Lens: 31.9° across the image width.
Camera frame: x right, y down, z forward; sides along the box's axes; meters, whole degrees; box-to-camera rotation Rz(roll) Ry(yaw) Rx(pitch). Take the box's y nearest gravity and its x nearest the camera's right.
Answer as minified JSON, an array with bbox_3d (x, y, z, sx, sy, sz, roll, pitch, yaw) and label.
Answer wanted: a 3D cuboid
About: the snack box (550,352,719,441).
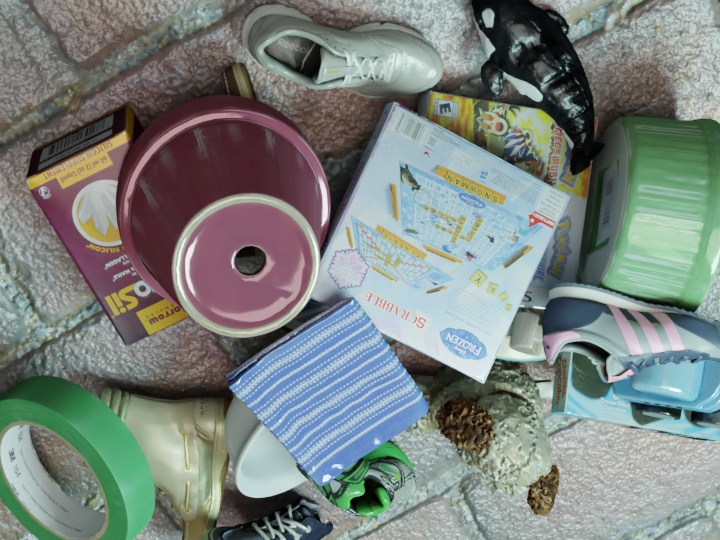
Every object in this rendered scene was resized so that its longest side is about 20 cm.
[{"bbox_3d":[0.306,0.113,1.372,0.197,0.037,0.118,11,79,-18],"label":"snack box"}]

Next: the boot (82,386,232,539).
[{"bbox_3d":[-0.224,0.222,1.367,0.153,0.073,0.203,8,115,-10],"label":"boot"}]

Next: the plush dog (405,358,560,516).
[{"bbox_3d":[0.150,0.165,1.337,0.199,0.172,0.161,35,106,-20],"label":"plush dog"}]

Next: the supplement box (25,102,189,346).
[{"bbox_3d":[-0.229,-0.043,1.236,0.109,0.086,0.202,-25,116,4],"label":"supplement box"}]

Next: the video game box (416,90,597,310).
[{"bbox_3d":[0.136,-0.066,1.262,0.179,0.047,0.203,6,93,-15],"label":"video game box"}]

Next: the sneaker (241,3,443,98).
[{"bbox_3d":[-0.014,-0.195,1.192,0.197,0.092,0.077,7,115,-11],"label":"sneaker"}]

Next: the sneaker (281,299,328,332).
[{"bbox_3d":[0.000,0.000,1.293,0.197,0.076,0.078,-20,120,0],"label":"sneaker"}]

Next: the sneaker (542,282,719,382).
[{"bbox_3d":[0.268,0.075,1.201,0.197,0.070,0.083,13,72,10],"label":"sneaker"}]

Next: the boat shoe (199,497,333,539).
[{"bbox_3d":[-0.099,0.287,1.373,0.093,0.200,0.075,-44,71,6],"label":"boat shoe"}]

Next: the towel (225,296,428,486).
[{"bbox_3d":[-0.025,0.121,1.205,0.144,0.024,0.201,-33,136,2],"label":"towel"}]

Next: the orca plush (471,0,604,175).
[{"bbox_3d":[0.177,-0.187,1.205,0.104,0.071,0.202,-22,96,-12],"label":"orca plush"}]

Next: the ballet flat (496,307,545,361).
[{"bbox_3d":[0.119,0.051,1.326,0.197,0.070,0.070,5,114,-3],"label":"ballet flat"}]

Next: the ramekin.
[{"bbox_3d":[0.284,-0.056,1.245,0.096,0.201,0.203,9,114,-4],"label":"ramekin"}]

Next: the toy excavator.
[{"bbox_3d":[0.275,0.084,1.278,0.199,0.193,0.101,25,75,-47],"label":"toy excavator"}]

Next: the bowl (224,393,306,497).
[{"bbox_3d":[-0.070,0.135,1.317,0.200,0.091,0.202,-32,152,-19],"label":"bowl"}]

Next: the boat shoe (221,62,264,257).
[{"bbox_3d":[-0.127,-0.102,1.234,0.071,0.072,0.202,-7,121,-6],"label":"boat shoe"}]

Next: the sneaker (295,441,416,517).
[{"bbox_3d":[0.007,0.236,1.367,0.078,0.085,0.199,-46,150,14],"label":"sneaker"}]

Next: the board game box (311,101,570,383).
[{"bbox_3d":[0.072,-0.026,1.208,0.198,0.041,0.202,27,89,-11],"label":"board game box"}]

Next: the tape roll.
[{"bbox_3d":[-0.304,0.206,1.303,0.198,0.048,0.203,17,126,25],"label":"tape roll"}]

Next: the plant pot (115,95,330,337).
[{"bbox_3d":[-0.114,-0.036,1.117,0.197,0.179,0.203,-5,113,-12],"label":"plant pot"}]
